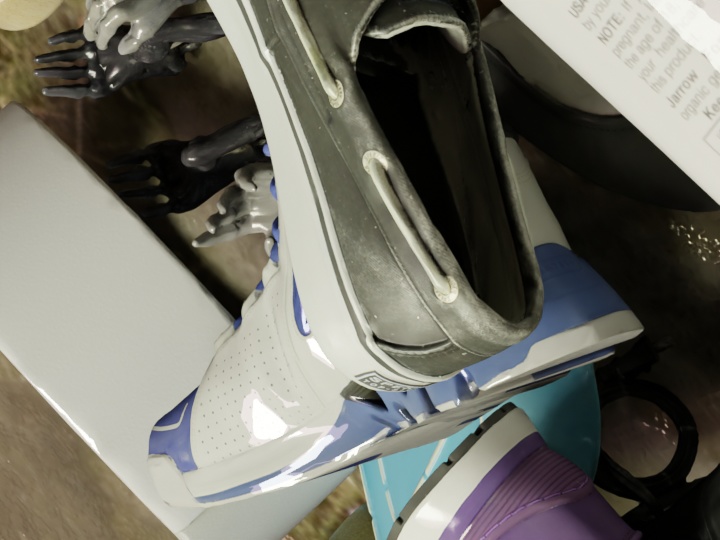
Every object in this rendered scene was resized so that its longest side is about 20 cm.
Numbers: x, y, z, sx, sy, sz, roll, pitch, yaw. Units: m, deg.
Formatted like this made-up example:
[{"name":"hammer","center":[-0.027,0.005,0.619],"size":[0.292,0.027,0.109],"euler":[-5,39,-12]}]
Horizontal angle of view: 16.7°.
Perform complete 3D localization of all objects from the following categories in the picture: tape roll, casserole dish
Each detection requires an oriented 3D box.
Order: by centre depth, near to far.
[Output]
[{"name":"casserole dish","center":[0.036,0.056,0.890],"size":[0.200,0.039,0.121],"euler":[113,148,-56]},{"name":"tape roll","center":[-0.093,0.029,0.967],"size":[0.202,0.071,0.202],"euler":[47,174,7]}]

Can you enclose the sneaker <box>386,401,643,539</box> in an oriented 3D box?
[{"name":"sneaker","center":[0.044,0.129,0.802],"size":[0.088,0.076,0.200],"euler":[40,152,13]}]

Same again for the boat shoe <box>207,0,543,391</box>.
[{"name":"boat shoe","center":[0.004,-0.069,0.679],"size":[0.064,0.071,0.200],"euler":[-25,81,48]}]

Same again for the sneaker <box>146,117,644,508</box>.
[{"name":"sneaker","center":[0.000,0.000,0.786],"size":[0.199,0.081,0.115],"euler":[-29,77,49]}]

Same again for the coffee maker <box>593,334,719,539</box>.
[{"name":"coffee maker","center":[0.152,0.075,0.746],"size":[0.192,0.135,0.200],"euler":[42,149,9]}]

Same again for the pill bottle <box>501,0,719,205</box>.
[{"name":"pill bottle","center":[0.096,-0.093,0.643],"size":[0.200,0.114,0.114],"euler":[44,148,8]}]

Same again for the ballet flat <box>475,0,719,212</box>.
[{"name":"ballet flat","center":[0.043,-0.092,0.740],"size":[0.200,0.068,0.068],"euler":[41,172,8]}]

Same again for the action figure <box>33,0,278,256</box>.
[{"name":"action figure","center":[-0.037,-0.065,0.844],"size":[0.200,0.102,0.119],"euler":[-17,101,56]}]

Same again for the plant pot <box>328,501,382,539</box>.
[{"name":"plant pot","center":[0.007,0.189,0.989],"size":[0.027,0.200,0.200],"euler":[10,135,25]}]

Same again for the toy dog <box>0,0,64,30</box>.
[{"name":"toy dog","center":[-0.188,-0.123,0.877],"size":[0.132,0.096,0.200],"euler":[34,176,-28]}]
